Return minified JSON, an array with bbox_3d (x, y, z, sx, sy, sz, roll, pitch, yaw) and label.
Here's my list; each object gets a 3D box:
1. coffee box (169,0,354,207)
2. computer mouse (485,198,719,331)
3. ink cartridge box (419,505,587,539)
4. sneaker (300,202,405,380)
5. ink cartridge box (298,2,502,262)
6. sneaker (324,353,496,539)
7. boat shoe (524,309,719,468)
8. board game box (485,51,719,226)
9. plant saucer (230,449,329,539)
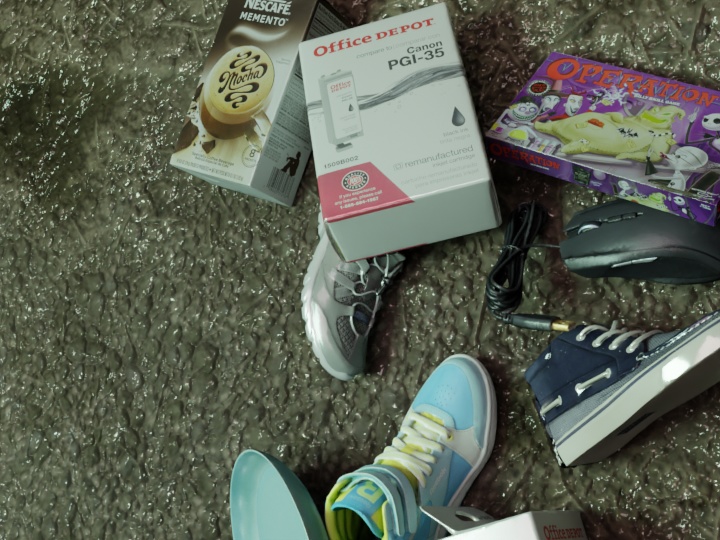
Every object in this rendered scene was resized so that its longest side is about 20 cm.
[{"bbox_3d":[-0.099,-0.179,0.968,0.113,0.080,0.200,17,86,32],"label":"coffee box"},{"bbox_3d":[0.192,-0.010,0.753,0.200,0.046,0.141,7,51,30],"label":"computer mouse"},{"bbox_3d":[0.113,0.268,0.712,0.125,0.129,0.200,-23,68,22],"label":"ink cartridge box"},{"bbox_3d":[0.000,0.000,0.872,0.082,0.075,0.200,-3,76,30],"label":"sneaker"},{"bbox_3d":[0.031,-0.123,0.846,0.146,0.083,0.200,-14,61,7],"label":"ink cartridge box"},{"bbox_3d":[0.041,0.158,0.778,0.079,0.131,0.200,18,86,32],"label":"sneaker"},{"bbox_3d":[0.201,0.065,0.718,0.200,0.075,0.093,-48,54,37],"label":"boat shoe"},{"bbox_3d":[0.218,-0.114,0.781,0.200,0.032,0.120,22,56,31],"label":"board game box"},{"bbox_3d":[-0.064,0.249,0.817,0.200,0.027,0.201,31,126,55],"label":"plant saucer"}]
